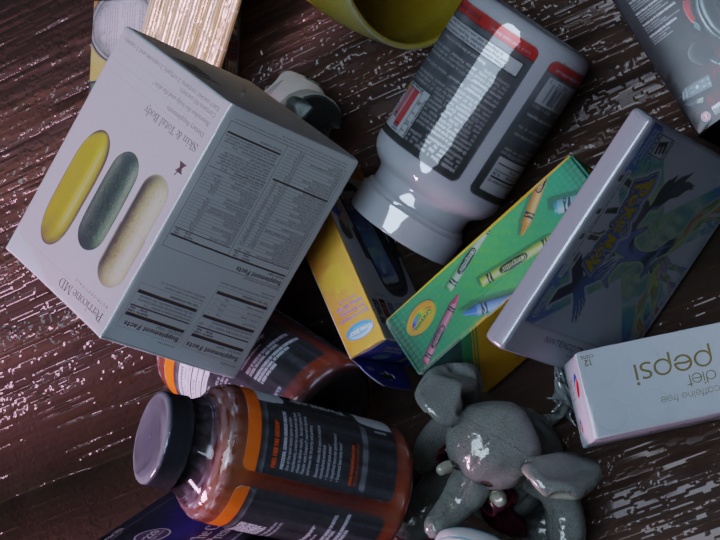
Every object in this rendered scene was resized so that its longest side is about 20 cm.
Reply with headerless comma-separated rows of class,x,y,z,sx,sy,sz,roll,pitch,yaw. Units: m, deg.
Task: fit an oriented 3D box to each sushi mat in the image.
sushi mat,-0.133,-0.245,1.780,0.096,0.012,0.201,44,136,24

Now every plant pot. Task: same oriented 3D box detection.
plant pot,-0.002,-0.288,1.735,0.142,0.200,0.201,14,91,40

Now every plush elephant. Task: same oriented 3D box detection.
plush elephant,0.102,0.155,1.650,0.164,0.155,0.201,34,100,23

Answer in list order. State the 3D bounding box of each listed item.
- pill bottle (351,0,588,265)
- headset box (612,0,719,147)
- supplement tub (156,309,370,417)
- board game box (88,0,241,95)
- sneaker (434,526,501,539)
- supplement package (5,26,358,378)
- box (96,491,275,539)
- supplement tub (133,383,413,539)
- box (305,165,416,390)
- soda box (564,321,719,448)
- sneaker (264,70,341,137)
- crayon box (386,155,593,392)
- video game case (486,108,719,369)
pill bottle,0.084,-0.113,1.707,0.116,0.116,0.201,37,100,23
headset box,0.278,-0.220,1.649,0.148,0.075,0.201,-34,72,19
supplement tub,-0.093,0.078,1.760,0.200,0.107,0.107,32,98,34
board game box,-0.174,-0.138,1.873,0.135,0.035,0.201,1,85,25
sneaker,0.085,0.295,1.606,0.079,0.201,0.131,2,46,22
supplement package,-0.139,-0.051,1.652,0.152,0.150,0.201,38,101,41
box,-0.111,0.224,1.711,0.140,0.200,0.079,-7,99,24
supplement tub,-0.067,0.147,1.606,0.107,0.199,0.107,-44,37,48
box,0.000,0.000,1.733,0.041,0.119,0.201,-31,74,18
soda box,0.257,0.078,1.593,0.199,0.064,0.069,-12,80,-4
sneaker,-0.105,-0.087,1.803,0.200,0.074,0.089,-42,37,4
crayon box,0.129,0.006,1.670,0.200,0.119,0.058,-43,63,16
video game case,0.197,-0.013,1.608,0.022,0.182,0.201,38,101,34
